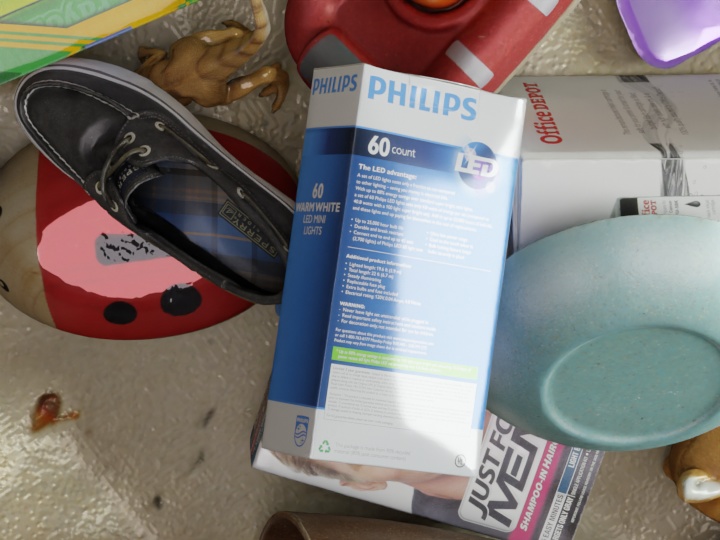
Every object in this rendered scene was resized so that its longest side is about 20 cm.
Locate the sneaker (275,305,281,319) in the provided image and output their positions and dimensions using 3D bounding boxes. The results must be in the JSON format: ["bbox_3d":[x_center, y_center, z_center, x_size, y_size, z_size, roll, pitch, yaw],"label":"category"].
[{"bbox_3d":[0.000,0.000,1.189,0.090,0.075,0.201,10,65,-11],"label":"sneaker"}]

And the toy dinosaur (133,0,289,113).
[{"bbox_3d":[-0.084,-0.111,1.165,0.200,0.106,0.061,-17,90,42],"label":"toy dinosaur"}]

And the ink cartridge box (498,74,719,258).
[{"bbox_3d":[0.174,-0.052,1.187,0.199,0.147,0.083,-1,113,-3],"label":"ink cartridge box"}]

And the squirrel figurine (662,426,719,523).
[{"bbox_3d":[0.261,0.167,1.258,0.186,0.142,0.201,22,99,-2],"label":"squirrel figurine"}]

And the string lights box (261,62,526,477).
[{"bbox_3d":[0.018,0.001,1.094,0.102,0.059,0.201,10,86,-29],"label":"string lights box"}]

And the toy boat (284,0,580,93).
[{"bbox_3d":[0.039,-0.168,1.144,0.131,0.131,0.200,44,98,19],"label":"toy boat"}]

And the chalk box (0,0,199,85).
[{"bbox_3d":[-0.136,-0.198,1.143,0.200,0.124,0.125,-24,105,2],"label":"chalk box"}]

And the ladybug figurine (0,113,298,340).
[{"bbox_3d":[-0.124,-0.022,1.214,0.199,0.072,0.136,-8,104,-2],"label":"ladybug figurine"}]

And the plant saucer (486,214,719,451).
[{"bbox_3d":[0.150,0.049,1.150,0.200,0.039,0.201,-3,140,-2],"label":"plant saucer"}]

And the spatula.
[{"bbox_3d":[0.246,-0.178,1.227,0.200,0.021,0.057,-24,103,2],"label":"spatula"}]

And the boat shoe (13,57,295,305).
[{"bbox_3d":[-0.108,-0.044,1.129,0.200,0.066,0.070,38,108,4],"label":"boat shoe"}]

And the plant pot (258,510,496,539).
[{"bbox_3d":[0.053,0.231,1.248,0.199,0.187,0.188,-1,105,-18],"label":"plant pot"}]

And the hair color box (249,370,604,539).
[{"bbox_3d":[0.042,0.093,1.260,0.199,0.061,0.100,16,102,-7],"label":"hair color box"}]
